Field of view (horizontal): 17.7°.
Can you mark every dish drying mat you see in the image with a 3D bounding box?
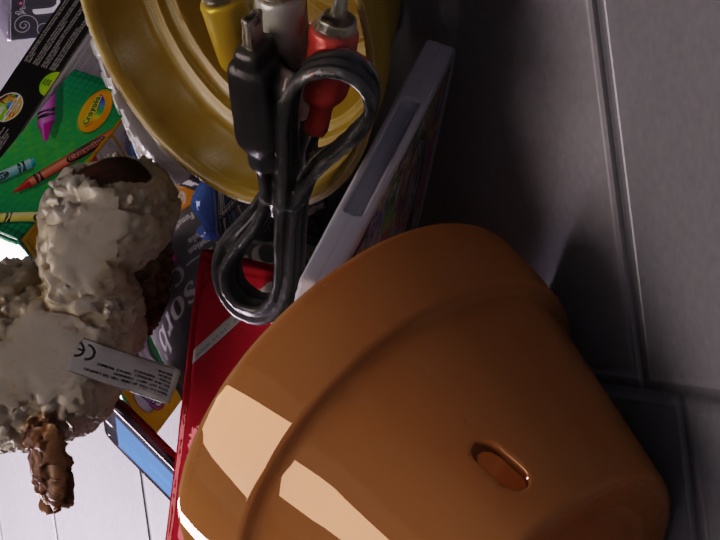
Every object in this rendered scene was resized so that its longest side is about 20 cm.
[{"bbox_3d":[-0.065,0.095,1.175,0.077,0.018,0.201,13,100,37],"label":"dish drying mat"}]

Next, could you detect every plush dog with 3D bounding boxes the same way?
[{"bbox_3d":[-0.169,0.041,1.199,0.172,0.200,0.161,138,111,-88],"label":"plush dog"}]

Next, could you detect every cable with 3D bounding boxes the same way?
[{"bbox_3d":[-0.028,-0.054,1.066,0.097,0.050,0.200,18,137,21],"label":"cable"}]

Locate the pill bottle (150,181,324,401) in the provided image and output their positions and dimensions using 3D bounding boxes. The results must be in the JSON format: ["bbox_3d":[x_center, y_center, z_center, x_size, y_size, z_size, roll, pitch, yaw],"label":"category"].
[{"bbox_3d":[-0.052,0.036,1.276,0.200,0.116,0.117,-121,31,-41],"label":"pill bottle"}]

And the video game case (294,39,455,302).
[{"bbox_3d":[0.000,0.000,1.106,0.200,0.018,0.143,-63,-11,-48],"label":"video game case"}]

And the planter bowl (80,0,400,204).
[{"bbox_3d":[-0.041,-0.137,1.112,0.200,0.083,0.201,27,133,33],"label":"planter bowl"}]

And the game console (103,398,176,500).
[{"bbox_3d":[-0.111,0.176,1.323,0.200,0.118,0.173,114,170,-79],"label":"game console"}]

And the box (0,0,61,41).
[{"bbox_3d":[-0.210,-0.259,1.537,0.200,0.114,0.132,-126,34,-47],"label":"box"}]

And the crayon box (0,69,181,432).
[{"bbox_3d":[-0.146,-0.006,1.373,0.058,0.119,0.200,19,151,34],"label":"crayon box"}]

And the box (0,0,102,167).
[{"bbox_3d":[-0.170,-0.085,1.386,0.035,0.200,0.110,19,159,33],"label":"box"}]

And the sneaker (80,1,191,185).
[{"bbox_3d":[-0.108,-0.140,1.223,0.076,0.080,0.200,93,161,-67],"label":"sneaker"}]

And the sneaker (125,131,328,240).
[{"bbox_3d":[-0.098,-0.096,1.270,0.200,0.085,0.077,57,170,36],"label":"sneaker"}]

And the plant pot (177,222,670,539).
[{"bbox_3d":[0.041,0.099,1.015,0.140,0.200,0.200,42,139,31],"label":"plant pot"}]
